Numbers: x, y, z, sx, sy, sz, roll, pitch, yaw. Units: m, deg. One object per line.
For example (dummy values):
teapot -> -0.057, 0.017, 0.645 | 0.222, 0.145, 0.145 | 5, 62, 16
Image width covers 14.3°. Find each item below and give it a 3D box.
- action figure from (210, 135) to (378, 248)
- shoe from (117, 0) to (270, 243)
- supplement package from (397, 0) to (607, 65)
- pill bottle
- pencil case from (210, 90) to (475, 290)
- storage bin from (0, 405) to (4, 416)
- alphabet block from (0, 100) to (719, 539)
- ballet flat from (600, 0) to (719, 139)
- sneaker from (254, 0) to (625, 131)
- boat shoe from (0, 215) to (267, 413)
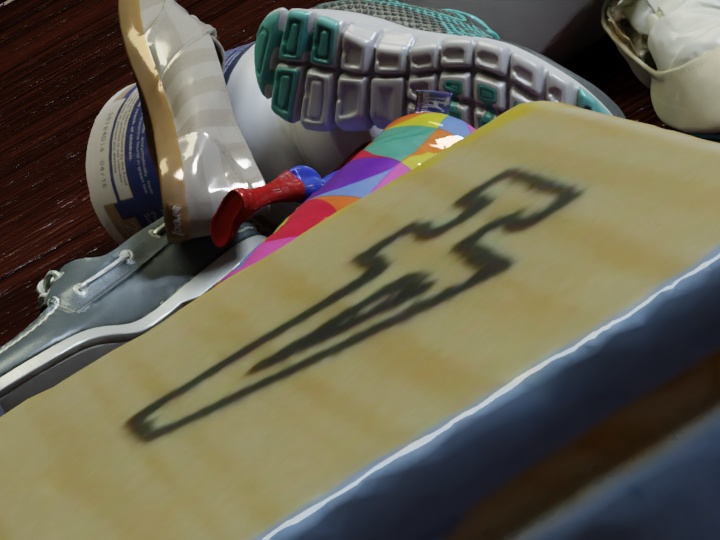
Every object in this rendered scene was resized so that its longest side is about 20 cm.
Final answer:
action figure -> 0.008, -0.036, 1.410 | 0.200, 0.065, 0.052 | -25, -36, -48
shoe -> -0.087, -0.084, 1.465 | 0.053, 0.070, 0.200 | -13, 40, -3
supplement package -> 0.091, -0.203, 1.534 | 0.111, 0.156, 0.200 | -34, -6, -25
pill bottle -> -0.050, -0.067, 1.545 | 0.200, 0.111, 0.111 | -13, 21, 49
pencil case -> 0.000, 0.000, 1.274 | 0.088, 0.088, 0.200 | -17, 20, 41
storage bin -> -0.217, 0.097, 1.249 | 0.146, 0.134, 0.200 | -27, 13, 7
alphabet block -> 0.038, 0.092, 0.645 | 0.196, 0.195, 0.200 | -30, 13, -9
ballet flat -> 0.157, -0.110, 1.380 | 0.069, 0.069, 0.200 | -30, 14, -2
sneaker -> 0.051, -0.096, 1.395 | 0.200, 0.078, 0.091 | 22, 32, 25
boat shoe -> -0.130, 0.026, 1.420 | 0.200, 0.062, 0.073 | -31, -30, -30
